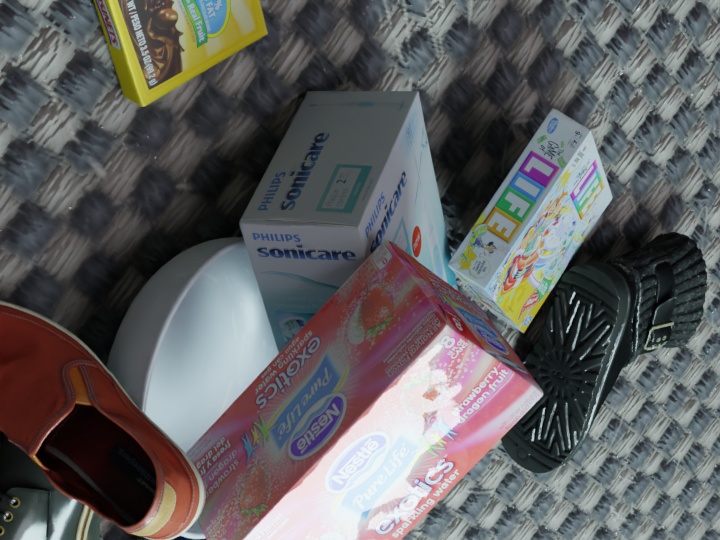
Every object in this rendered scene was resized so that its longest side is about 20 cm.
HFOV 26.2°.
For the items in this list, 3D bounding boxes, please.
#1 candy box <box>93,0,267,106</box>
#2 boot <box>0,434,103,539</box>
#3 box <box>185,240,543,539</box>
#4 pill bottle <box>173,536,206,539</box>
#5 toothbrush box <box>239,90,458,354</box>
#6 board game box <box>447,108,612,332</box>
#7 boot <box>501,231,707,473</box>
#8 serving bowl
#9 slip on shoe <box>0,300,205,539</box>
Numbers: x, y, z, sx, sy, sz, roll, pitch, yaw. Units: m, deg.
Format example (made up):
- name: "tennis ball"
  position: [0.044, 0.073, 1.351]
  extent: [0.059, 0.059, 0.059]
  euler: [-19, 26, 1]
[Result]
- name: "candy box"
  position: [-0.118, -0.204, 0.901]
  extent: [0.102, 0.026, 0.201]
  euler: [-36, 134, -26]
- name: "boot"
  position: [-0.232, 0.154, 0.963]
  extent: [0.138, 0.077, 0.201]
  euler: [-20, 120, -34]
- name: "box"
  position: [-0.003, 0.096, 0.938]
  extent: [0.200, 0.095, 0.103]
  euler: [-46, 129, 10]
- name: "pill bottle"
  position: [-0.121, 0.246, 1.100]
  extent: [0.200, 0.111, 0.111]
  euler: [-40, 135, -18]
- name: "toothbrush box"
  position: [0.000, 0.000, 1.041]
  extent: [0.147, 0.085, 0.201]
  euler: [-66, 150, -46]
- name: "board game box"
  position: [0.133, -0.032, 1.168]
  extent: [0.135, 0.034, 0.200]
  euler: [-57, 163, -1]
- name: "boot"
  position: [0.213, 0.071, 1.331]
  extent: [0.157, 0.079, 0.212]
  euler: [-15, 136, -50]
- name: "serving bowl"
  position: [-0.109, 0.072, 1.022]
  extent: [0.200, 0.066, 0.201]
  euler: [-34, 130, -54]
- name: "slip on shoe"
  position: [-0.176, 0.083, 0.900]
  extent: [0.074, 0.200, 0.061]
  euler: [-52, 167, 4]
